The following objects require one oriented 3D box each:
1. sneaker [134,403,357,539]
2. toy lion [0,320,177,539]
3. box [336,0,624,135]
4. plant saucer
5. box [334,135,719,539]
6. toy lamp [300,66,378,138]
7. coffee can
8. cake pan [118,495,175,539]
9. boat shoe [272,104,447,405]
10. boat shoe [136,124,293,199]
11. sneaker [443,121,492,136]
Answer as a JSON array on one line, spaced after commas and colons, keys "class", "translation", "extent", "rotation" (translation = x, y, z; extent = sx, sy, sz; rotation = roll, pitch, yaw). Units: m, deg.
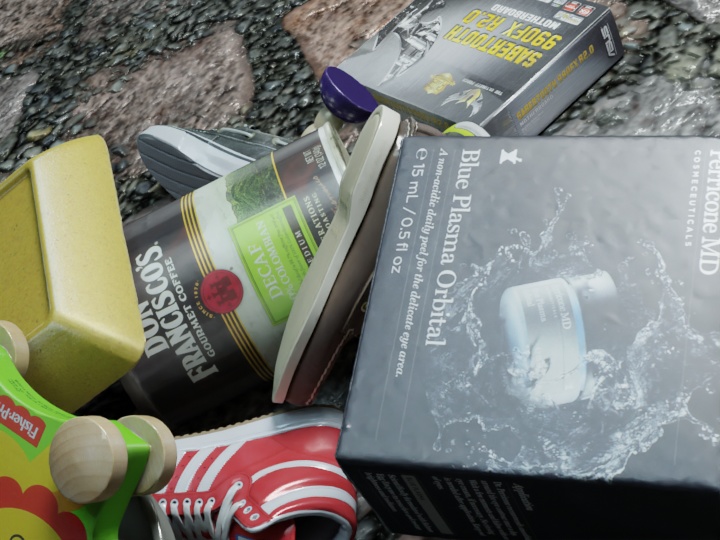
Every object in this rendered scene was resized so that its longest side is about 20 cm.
[{"class": "sneaker", "translation": [-0.092, 0.160, 0.884], "extent": [0.197, 0.072, 0.113], "rotation": [-20, 35, 8]}, {"class": "toy lion", "translation": [-0.207, 0.151, 0.822], "extent": [0.198, 0.068, 0.194], "rotation": [29, 98, 25]}, {"class": "box", "translation": [0.093, -0.172, 1.158], "extent": [0.158, 0.049, 0.199], "rotation": [-41, 39, -16]}, {"class": "plant saucer", "translation": [-0.243, 0.023, 0.942], "extent": [0.199, 0.048, 0.202], "rotation": [-35, 50, 20]}, {"class": "box", "translation": [0.109, 0.039, 0.755], "extent": [0.197, 0.118, 0.199], "rotation": [2, 62, 20]}, {"class": "toy lamp", "translation": [-0.064, -0.061, 1.070], "extent": [0.201, 0.058, 0.059], "rotation": [-51, 31, 23]}, {"class": "coffee can", "translation": [-0.079, 0.005, 0.988], "extent": [0.198, 0.147, 0.147], "rotation": [-26, 37, 4]}, {"class": "cake pan", "translation": [-0.187, 0.207, 0.864], "extent": [0.198, 0.037, 0.203], "rotation": [-13, 64, 29]}, {"class": "boat shoe", "translation": [0.000, 0.000, 0.880], "extent": [0.072, 0.059, 0.202], "rotation": [-114, 45, -72]}, {"class": "boat shoe", "translation": [-0.103, -0.086, 1.183], "extent": [0.198, 0.073, 0.071], "rotation": [22, 51, 33]}, {"class": "sneaker", "translation": [0.077, -0.044, 0.990], "extent": [0.080, 0.074, 0.200], "rotation": [-30, 26, -3]}]
